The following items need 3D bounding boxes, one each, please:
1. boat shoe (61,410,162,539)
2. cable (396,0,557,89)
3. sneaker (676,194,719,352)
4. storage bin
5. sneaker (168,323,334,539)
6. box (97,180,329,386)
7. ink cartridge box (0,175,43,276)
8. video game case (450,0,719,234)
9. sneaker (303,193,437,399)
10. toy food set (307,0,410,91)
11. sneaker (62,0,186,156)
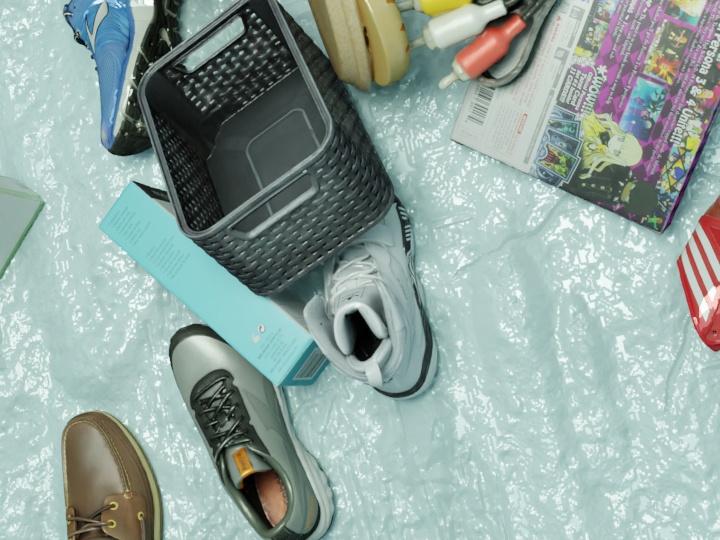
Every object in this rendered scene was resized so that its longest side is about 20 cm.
[{"bbox_3d":[-0.202,0.211,1.039,0.072,0.068,0.201,-19,80,15],"label":"boat shoe"},{"bbox_3d":[0.124,-0.195,0.900,0.199,0.050,0.097,-27,102,29],"label":"cable"},{"bbox_3d":[0.313,0.031,0.904,0.200,0.078,0.116,42,107,28],"label":"sneaker"},{"bbox_3d":[-0.075,-0.098,0.969,0.135,0.094,0.201,-35,47,12],"label":"storage bin"},{"bbox_3d":[-0.091,0.126,1.007,0.074,0.079,0.201,-37,75,13],"label":"sneaker"},{"bbox_3d":[-0.110,0.011,1.019,0.200,0.082,0.049,40,98,16],"label":"box"},{"bbox_3d":[-0.351,-0.014,1.033,0.048,0.200,0.146,34,96,14],"label":"ink cartridge box"},{"bbox_3d":[0.178,-0.153,0.935,0.181,0.036,0.201,26,114,18],"label":"video game case"},{"bbox_3d":[0.000,0.000,0.969,0.075,0.115,0.201,-19,80,14],"label":"sneaker"},{"bbox_3d":[-0.018,-0.231,0.955,0.048,0.200,0.199,-18,98,-2],"label":"toy food set"},{"bbox_3d":[-0.200,-0.192,1.074,0.089,0.078,0.201,-3,76,24],"label":"sneaker"}]
